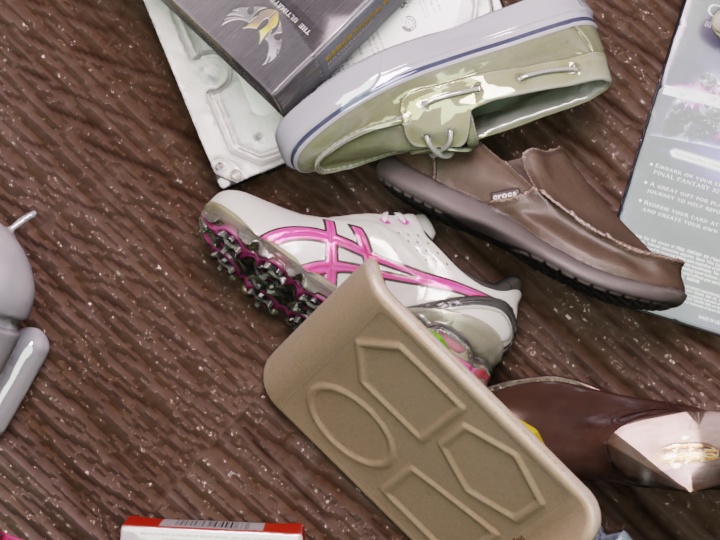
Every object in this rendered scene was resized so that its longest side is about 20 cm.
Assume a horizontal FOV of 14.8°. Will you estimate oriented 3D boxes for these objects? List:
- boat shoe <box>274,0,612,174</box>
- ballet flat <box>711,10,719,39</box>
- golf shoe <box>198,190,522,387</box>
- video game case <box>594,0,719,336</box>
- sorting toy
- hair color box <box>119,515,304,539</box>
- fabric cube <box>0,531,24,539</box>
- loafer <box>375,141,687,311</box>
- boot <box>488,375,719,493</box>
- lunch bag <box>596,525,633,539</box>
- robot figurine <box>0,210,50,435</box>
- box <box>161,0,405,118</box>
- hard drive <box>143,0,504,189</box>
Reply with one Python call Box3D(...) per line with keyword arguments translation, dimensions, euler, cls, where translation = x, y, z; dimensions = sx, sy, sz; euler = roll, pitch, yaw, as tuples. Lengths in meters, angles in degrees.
Box3D(translation=(0.049, -0.098, 1.598), dimensions=(0.199, 0.072, 0.062), euler=(-24, 68, 0), cls="boat shoe")
Box3D(translation=(0.221, -0.173, 1.628), dimensions=(0.074, 0.074, 0.200), euler=(-33, 71, 2), cls="ballet flat")
Box3D(translation=(0.000, 0.000, 1.653), dimensions=(0.200, 0.073, 0.092), euler=(29, 67, 0), cls="golf shoe")
Box3D(translation=(0.236, -0.059, 1.663), dimensions=(0.142, 0.019, 0.201), euler=(17, 91, 1), cls="video game case")
Box3D(translation=(0.041, 0.097, 1.604), dimensions=(0.036, 0.185, 0.200), euler=(-40, 88, -30), cls="sorting toy")
Box3D(translation=(-0.092, 0.251, 1.658), dimensions=(0.110, 0.064, 0.201), euler=(3, 90, 0), cls="hair color box")
Box3D(translation=(-0.148, 0.283, 1.521), dimensions=(0.196, 0.200, 0.200), euler=(21, 92, -8), cls="fabric cube")
Box3D(translation=(0.107, -0.040, 1.631), dimensions=(0.200, 0.073, 0.071), euler=(27, 87, 9), cls="loafer")
Box3D(translation=(0.138, 0.097, 1.578), dimensions=(0.186, 0.200, 0.064), euler=(0, 91, 2), cls="boot")
Box3D(translation=(0.127, 0.273, 1.622), dimensions=(0.200, 0.127, 0.170), euler=(-44, 92, -8), cls="lunch bag")
Box3D(translation=(-0.264, 0.041, 1.632), dimensions=(0.169, 0.113, 0.200), euler=(24, 93, -38), cls="robot figurine")
Box3D(translation=(-0.059, -0.213, 1.620), dimensions=(0.158, 0.048, 0.200), euler=(-44, 73, -5), cls="box")
Box3D(translation=(-0.018, -0.149, 1.659), dimensions=(0.199, 0.038, 0.140), euler=(-22, 90, 3), cls="hard drive")
